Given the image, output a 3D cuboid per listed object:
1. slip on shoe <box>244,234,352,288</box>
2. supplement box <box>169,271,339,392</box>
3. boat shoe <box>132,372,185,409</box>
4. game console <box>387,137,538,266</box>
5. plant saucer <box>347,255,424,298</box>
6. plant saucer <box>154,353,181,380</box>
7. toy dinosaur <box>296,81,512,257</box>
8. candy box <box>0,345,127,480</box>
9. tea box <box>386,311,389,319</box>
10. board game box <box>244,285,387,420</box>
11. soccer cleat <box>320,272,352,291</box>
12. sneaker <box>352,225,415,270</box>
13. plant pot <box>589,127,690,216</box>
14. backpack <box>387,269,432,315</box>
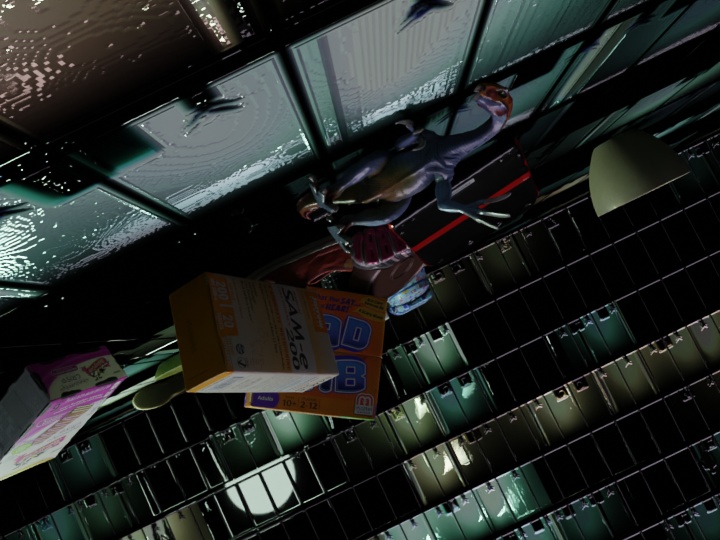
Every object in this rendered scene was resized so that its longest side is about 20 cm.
[{"bbox_3d":[-0.100,0.013,0.957,0.200,0.061,0.074,-25,177,8],"label":"slip on shoe"},{"bbox_3d":[-0.127,0.082,0.857,0.073,0.126,0.200,-29,157,30],"label":"supplement box"},{"bbox_3d":[-0.604,0.372,2.077,0.066,0.072,0.201,-37,173,41],"label":"boat shoe"},{"bbox_3d":[0.148,-0.088,0.955,0.200,0.031,0.177,-34,149,10],"label":"game console"},{"bbox_3d":[0.064,-0.013,1.188,0.200,0.034,0.200,-38,157,-20],"label":"plant saucer"},{"bbox_3d":[-0.389,0.200,1.602,0.200,0.031,0.200,-26,175,-2],"label":"plant saucer"},{"bbox_3d":[0.041,-0.103,0.602,0.181,0.105,0.200,-37,-145,-13],"label":"toy dinosaur"},{"bbox_3d":[-0.427,0.196,0.922,0.200,0.061,0.136,-44,168,21],"label":"candy box"},{"bbox_3d":[-0.028,0.126,2.046,0.197,0.134,0.200,-27,175,0],"label":"tea box"},{"bbox_3d":[-0.083,0.145,1.178,0.200,0.200,0.200,9,167,-11],"label":"board game box"},{"bbox_3d":[0.000,0.000,1.279,0.073,0.068,0.200,-16,166,-42],"label":"soccer cleat"},{"bbox_3d":[0.061,-0.049,1.068,0.200,0.074,0.087,-21,176,-23],"label":"sneaker"},{"bbox_3d":[0.563,-0.217,1.444,0.200,0.135,0.200,-26,175,-2],"label":"plant pot"},{"bbox_3d":[0.166,0.068,2.431,0.182,0.135,0.200,-26,172,-9],"label":"backpack"}]
